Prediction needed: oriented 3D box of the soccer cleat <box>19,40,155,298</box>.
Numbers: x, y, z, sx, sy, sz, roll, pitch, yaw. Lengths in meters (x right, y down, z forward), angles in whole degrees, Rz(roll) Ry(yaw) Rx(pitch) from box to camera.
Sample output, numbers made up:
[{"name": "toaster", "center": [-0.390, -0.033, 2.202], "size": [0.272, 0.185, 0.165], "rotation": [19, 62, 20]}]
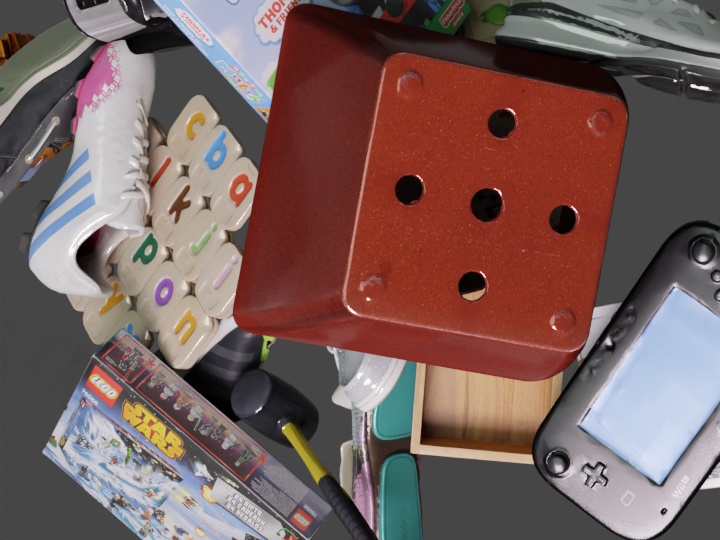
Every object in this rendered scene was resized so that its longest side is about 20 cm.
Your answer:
[{"name": "soccer cleat", "center": [-0.180, -0.074, 1.168], "size": [0.086, 0.070, 0.202], "rotation": [23, 94, 26]}]

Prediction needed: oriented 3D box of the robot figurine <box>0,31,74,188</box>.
[{"name": "robot figurine", "center": [-0.330, -0.105, 1.274], "size": [0.199, 0.058, 0.146], "rotation": [-27, 80, 26]}]

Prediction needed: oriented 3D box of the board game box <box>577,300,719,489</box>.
[{"name": "board game box", "center": [0.239, 0.070, 1.000], "size": [0.198, 0.035, 0.128], "rotation": [-12, 87, 28]}]

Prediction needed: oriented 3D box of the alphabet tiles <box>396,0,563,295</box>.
[{"name": "alphabet tiles", "center": [0.074, -0.085, 1.026], "size": [0.166, 0.008, 0.202], "rotation": [-14, 71, 3]}]

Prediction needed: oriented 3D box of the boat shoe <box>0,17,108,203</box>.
[{"name": "boat shoe", "center": [-0.242, -0.125, 1.185], "size": [0.071, 0.200, 0.068], "rotation": [11, 143, 45]}]

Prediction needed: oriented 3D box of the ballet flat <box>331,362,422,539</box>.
[{"name": "ballet flat", "center": [0.013, 0.118, 1.112], "size": [0.071, 0.069, 0.202], "rotation": [9, 98, 47]}]

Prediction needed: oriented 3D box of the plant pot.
[{"name": "plant pot", "center": [0.049, -0.039, 0.882], "size": [0.198, 0.176, 0.202], "rotation": [10, 93, -11]}]

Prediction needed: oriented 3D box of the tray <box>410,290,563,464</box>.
[{"name": "tray", "center": [0.089, 0.025, 1.057], "size": [0.098, 0.037, 0.202], "rotation": [4, 97, 2]}]

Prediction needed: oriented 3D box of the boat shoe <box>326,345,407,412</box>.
[{"name": "boat shoe", "center": [0.001, -0.001, 1.050], "size": [0.074, 0.064, 0.204], "rotation": [-46, 33, 52]}]

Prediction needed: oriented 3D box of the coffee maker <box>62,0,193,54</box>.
[{"name": "coffee maker", "center": [-0.082, -0.208, 1.092], "size": [0.199, 0.191, 0.136], "rotation": [5, 81, 47]}]

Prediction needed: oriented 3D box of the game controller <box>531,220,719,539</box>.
[{"name": "game controller", "center": [0.193, 0.071, 0.981], "size": [0.104, 0.042, 0.201], "rotation": [39, 109, 22]}]

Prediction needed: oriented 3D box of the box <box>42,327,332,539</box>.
[{"name": "box", "center": [-0.129, 0.151, 1.144], "size": [0.200, 0.040, 0.137], "rotation": [40, 136, 4]}]

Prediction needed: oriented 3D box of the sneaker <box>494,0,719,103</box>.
[{"name": "sneaker", "center": [0.191, -0.175, 0.987], "size": [0.199, 0.076, 0.116], "rotation": [14, 87, 14]}]

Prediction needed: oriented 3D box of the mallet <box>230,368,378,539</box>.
[{"name": "mallet", "center": [-0.032, 0.136, 1.072], "size": [0.041, 0.066, 0.200], "rotation": [-46, 36, 5]}]

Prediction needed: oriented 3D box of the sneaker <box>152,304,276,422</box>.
[{"name": "sneaker", "center": [-0.092, 0.066, 1.170], "size": [0.200, 0.072, 0.083], "rotation": [-38, 101, 25]}]

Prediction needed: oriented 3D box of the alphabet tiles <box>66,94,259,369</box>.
[{"name": "alphabet tiles", "center": [-0.146, -0.024, 1.166], "size": [0.196, 0.015, 0.200], "rotation": [-53, 48, 18]}]

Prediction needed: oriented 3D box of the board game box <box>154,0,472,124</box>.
[{"name": "board game box", "center": [-0.036, -0.177, 0.971], "size": [0.152, 0.200, 0.036], "rotation": [-54, 30, -17]}]
